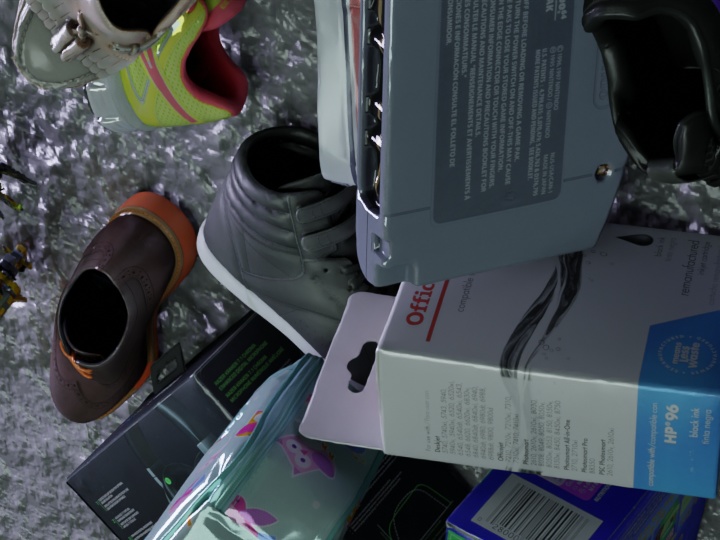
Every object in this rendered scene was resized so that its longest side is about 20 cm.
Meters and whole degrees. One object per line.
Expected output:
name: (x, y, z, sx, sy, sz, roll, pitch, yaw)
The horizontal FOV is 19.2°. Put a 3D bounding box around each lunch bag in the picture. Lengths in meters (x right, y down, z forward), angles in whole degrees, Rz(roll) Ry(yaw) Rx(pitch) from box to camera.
lunch bag: (-0.069, 0.142, 1.088, 0.077, 0.160, 0.200, 38, 113, -4)

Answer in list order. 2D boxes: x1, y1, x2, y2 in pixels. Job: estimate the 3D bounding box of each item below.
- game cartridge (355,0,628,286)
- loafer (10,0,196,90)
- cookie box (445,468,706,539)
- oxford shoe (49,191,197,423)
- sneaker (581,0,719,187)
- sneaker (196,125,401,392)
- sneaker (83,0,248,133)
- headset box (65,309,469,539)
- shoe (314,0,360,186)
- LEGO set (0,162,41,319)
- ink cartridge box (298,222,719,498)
game cartridge: (0.064, -0.093, 0.943, 0.040, 0.133, 0.201, -126, 32, -53)
loafer: (-0.105, -0.142, 0.997, 0.072, 0.063, 0.200, 42, 127, -17)
cookie box: (0.106, 0.160, 1.086, 0.075, 0.171, 0.201, 26, 135, 23)
oxford shoe: (-0.160, 0.035, 1.266, 0.071, 0.073, 0.200, 35, 138, 9)
sneaker: (0.151, -0.063, 0.907, 0.069, 0.100, 0.200, -12, 127, 43)
sneaker: (0.000, 0.000, 1.113, 0.200, 0.071, 0.099, 34, 143, 17)
sneaker: (-0.100, -0.157, 1.072, 0.090, 0.078, 0.201, 9, 134, 22)
headset box: (-0.055, 0.130, 1.245, 0.200, 0.093, 0.174, 47, 139, -3)
shoe: (0.026, -0.134, 0.994, 0.091, 0.072, 0.201, 2, 114, 9)
LEGO set: (-0.266, -0.061, 1.273, 0.200, 0.116, 0.154, 31, 166, 20)
ink cartridge box: (0.077, 0.033, 1.007, 0.199, 0.116, 0.068, 6, 130, 12)
